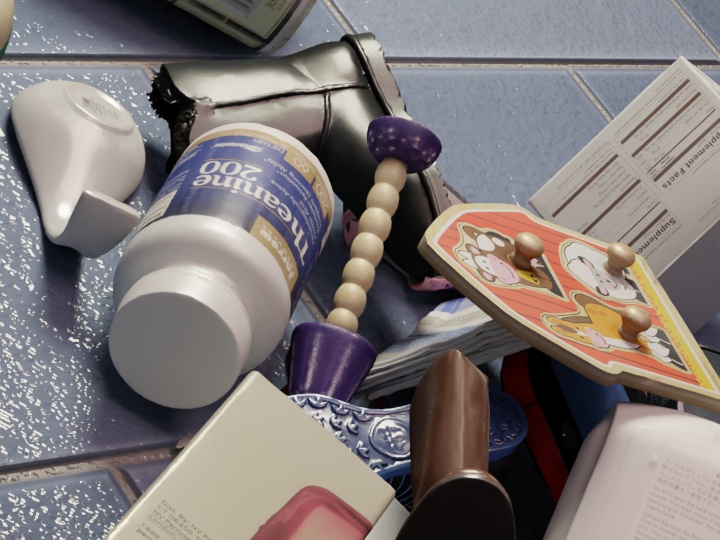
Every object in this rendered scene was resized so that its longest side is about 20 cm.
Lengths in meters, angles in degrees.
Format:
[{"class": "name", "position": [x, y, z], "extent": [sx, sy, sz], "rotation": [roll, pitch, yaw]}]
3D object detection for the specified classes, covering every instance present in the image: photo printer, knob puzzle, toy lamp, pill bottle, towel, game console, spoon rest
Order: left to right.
[{"class": "spoon rest", "position": [-0.180, -0.065, 1.611], "extent": [0.099, 0.061, 0.200], "rotation": [26, 20, -20]}, {"class": "pill bottle", "position": [-0.089, -0.002, 1.554], "extent": [0.111, 0.111, 0.200], "rotation": [34, 32, -7]}, {"class": "toy lamp", "position": [0.000, 0.000, 1.596], "extent": [0.058, 0.058, 0.200], "rotation": [28, 65, -16]}, {"class": "towel", "position": [0.086, 0.033, 1.651], "extent": [0.200, 0.147, 0.024], "rotation": [-33, 102, -63]}, {"class": "knob puzzle", "position": [0.128, 0.005, 1.574], "extent": [0.219, 0.030, 0.220], "rotation": [24, 24, -12]}, {"class": "game console", "position": [0.160, 0.112, 1.651], "extent": [0.177, 0.031, 0.200], "rotation": [63, 24, -3]}, {"class": "photo printer", "position": [0.189, 0.187, 1.518], "extent": [0.166, 0.069, 0.200], "rotation": [25, 70, -2]}]

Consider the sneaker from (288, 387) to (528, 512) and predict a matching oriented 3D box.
[{"class": "sneaker", "position": [0.004, 0.121, 1.540], "extent": [0.199, 0.078, 0.070], "rotation": [-2, 51, -18]}]

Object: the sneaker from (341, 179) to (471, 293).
[{"class": "sneaker", "position": [0.072, -0.004, 1.777], "extent": [0.200, 0.070, 0.082], "rotation": [28, 50, -10]}]

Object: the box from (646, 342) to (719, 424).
[{"class": "box", "position": [0.265, 0.158, 1.642], "extent": [0.157, 0.051, 0.200], "rotation": [17, 56, -17]}]

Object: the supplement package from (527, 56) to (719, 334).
[{"class": "supplement package", "position": [0.241, -0.049, 1.850], "extent": [0.111, 0.156, 0.200], "rotation": [50, 12, 20]}]

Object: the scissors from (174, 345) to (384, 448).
[{"class": "scissors", "position": [-0.045, 0.092, 1.569], "extent": [0.073, 0.014, 0.200], "rotation": [43, 30, 5]}]

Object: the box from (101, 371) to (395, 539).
[{"class": "box", "position": [-0.085, 0.167, 1.326], "extent": [0.109, 0.128, 0.200], "rotation": [40, 32, 1]}]

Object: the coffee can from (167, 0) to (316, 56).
[{"class": "coffee can", "position": [-0.121, -0.267, 1.831], "extent": [0.200, 0.146, 0.147], "rotation": [28, 33, -16]}]

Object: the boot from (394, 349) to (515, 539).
[{"class": "boot", "position": [0.053, 0.104, 1.387], "extent": [0.064, 0.187, 0.200], "rotation": [12, 46, -3]}]

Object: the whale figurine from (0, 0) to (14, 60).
[{"class": "whale figurine", "position": [-0.315, -0.147, 1.553], "extent": [0.200, 0.104, 0.159], "rotation": [-19, 60, -26]}]

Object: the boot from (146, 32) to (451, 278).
[{"class": "boot", "position": [-0.043, -0.066, 1.686], "extent": [0.168, 0.076, 0.200], "rotation": [-14, 64, -19]}]

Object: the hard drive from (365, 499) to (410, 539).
[{"class": "hard drive", "position": [0.028, 0.224, 1.427], "extent": [0.132, 0.025, 0.200], "rotation": [47, 26, -27]}]
